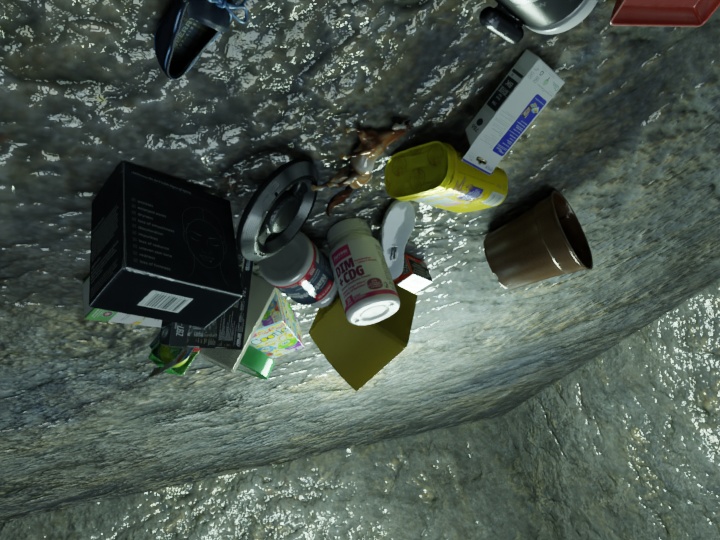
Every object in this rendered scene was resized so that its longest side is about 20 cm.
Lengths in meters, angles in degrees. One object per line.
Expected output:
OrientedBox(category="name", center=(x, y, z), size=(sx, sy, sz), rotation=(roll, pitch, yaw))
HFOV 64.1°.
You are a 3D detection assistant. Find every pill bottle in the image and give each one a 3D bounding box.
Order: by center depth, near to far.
OrientedBox(category="pill bottle", center=(0.000, 0.000, 1.185), size=(0.112, 0.201, 0.114), rotation=(-15, 153, -8))
OrientedBox(category="pill bottle", center=(-0.119, 0.006, 1.213), size=(0.119, 0.120, 0.200), rotation=(-24, 153, 11))

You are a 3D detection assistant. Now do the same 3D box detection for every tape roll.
OrientedBox(category="tape roll", center=(-0.309, 0.205, 1.412), size=(0.199, 0.048, 0.201), rotation=(21, 160, 8))

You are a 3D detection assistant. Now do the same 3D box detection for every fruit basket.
OrientedBox(category="fruit basket", center=(-0.375, 0.140, 1.247), size=(0.094, 0.186, 0.200), rotation=(40, 137, -14))

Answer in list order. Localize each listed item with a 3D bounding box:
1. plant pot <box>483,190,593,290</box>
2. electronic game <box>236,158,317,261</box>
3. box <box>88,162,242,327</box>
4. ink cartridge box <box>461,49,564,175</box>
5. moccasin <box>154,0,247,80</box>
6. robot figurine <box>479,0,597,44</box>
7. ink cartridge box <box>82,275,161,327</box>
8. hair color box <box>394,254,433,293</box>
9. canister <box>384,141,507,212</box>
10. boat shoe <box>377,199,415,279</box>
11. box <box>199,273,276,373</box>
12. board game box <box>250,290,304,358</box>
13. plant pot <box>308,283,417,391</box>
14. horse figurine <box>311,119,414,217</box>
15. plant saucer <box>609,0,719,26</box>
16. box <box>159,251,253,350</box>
OrientedBox(category="plant pot", center=(0.414, -0.057, 1.368), size=(0.197, 0.202, 0.200), rotation=(-27, 153, 31))
OrientedBox(category="electronic game", center=(-0.140, -0.102, 0.992), size=(0.200, 0.041, 0.200), rotation=(-50, 165, -19))
OrientedBox(category="box", center=(-0.311, -0.034, 0.919), size=(0.199, 0.198, 0.124), rotation=(18, 138, -42))
OrientedBox(category="ink cartridge box", center=(0.250, -0.263, 0.980), size=(0.099, 0.039, 0.200), rotation=(13, 121, -47))
OrientedBox(category="moccasin", center=(-0.172, -0.301, 0.669), size=(0.080, 0.069, 0.200), rotation=(7, 143, -40))
OrientedBox(category="robot figurine", center=(0.218, -0.380, 0.713), size=(0.199, 0.126, 0.150), rotation=(11, 158, -44))
OrientedBox(category="ink cartridge box", center=(-0.413, 0.039, 1.126), size=(0.145, 0.085, 0.199), rotation=(-36, 148, 31))
OrientedBox(category="hair color box", center=(0.073, 0.042, 1.462), size=(0.199, 0.062, 0.101), rotation=(-32, 150, 26))
OrientedBox(category="canister", center=(0.164, -0.166, 1.073), size=(0.199, 0.087, 0.148), rotation=(7, 169, -45))
OrientedBox(category="boat shoe", center=(0.066, -0.075, 1.238), size=(0.073, 0.066, 0.201), rotation=(0, 127, -18))
OrientedBox(category="box", center=(-0.257, 0.108, 1.216), size=(0.082, 0.201, 0.068), rotation=(27, 161, 0))
OrientedBox(category="board game box", center=(-0.218, 0.127, 1.388), size=(0.104, 0.104, 0.200), rotation=(-19, 153, 2))
OrientedBox(category="plant pot", center=(-0.004, 0.120, 1.354), size=(0.176, 0.200, 0.200), rotation=(37, 123, -11))
OrientedBox(category="horse figurine", center=(-0.007, -0.184, 0.994), size=(0.132, 0.050, 0.200), rotation=(-20, 152, -45))
OrientedBox(category="plant saucer", center=(0.487, -0.453, 0.837), size=(0.198, 0.037, 0.200), rotation=(-9, 151, -20))
OrientedBox(category="box", center=(-0.291, 0.048, 1.104), size=(0.159, 0.202, 0.043), rotation=(10, 174, -44))
